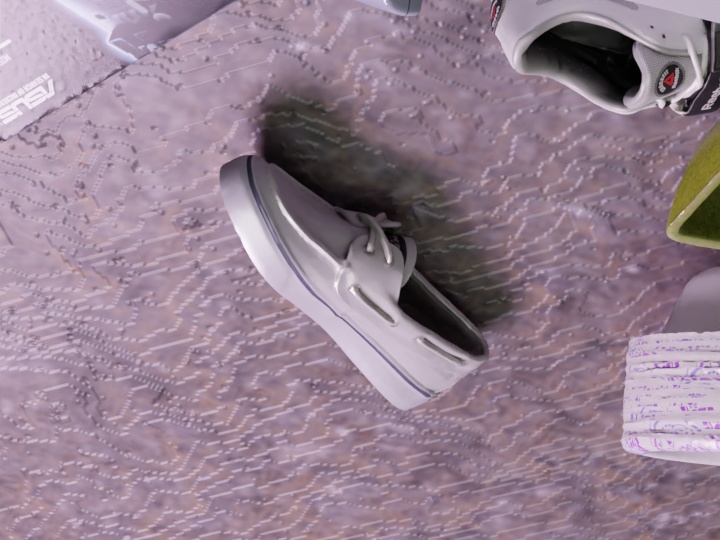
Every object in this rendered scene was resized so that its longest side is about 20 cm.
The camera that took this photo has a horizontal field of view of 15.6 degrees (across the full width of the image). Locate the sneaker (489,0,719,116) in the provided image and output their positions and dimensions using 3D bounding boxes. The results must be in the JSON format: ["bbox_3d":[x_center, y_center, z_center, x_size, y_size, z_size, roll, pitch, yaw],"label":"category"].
[{"bbox_3d":[0.163,-0.107,1.326,0.199,0.089,0.074,6,129,-2],"label":"sneaker"}]

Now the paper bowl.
[{"bbox_3d":[0.241,0.054,1.405,0.200,0.105,0.201,3,175,0],"label":"paper bowl"}]

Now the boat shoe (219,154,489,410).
[{"bbox_3d":[0.000,0.000,1.438,0.066,0.072,0.200,-28,123,20],"label":"boat shoe"}]

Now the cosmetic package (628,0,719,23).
[{"bbox_3d":[0.148,-0.233,1.198,0.199,0.123,0.200,14,129,-6],"label":"cosmetic package"}]

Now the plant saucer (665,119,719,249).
[{"bbox_3d":[0.271,-0.085,1.324,0.199,0.048,0.200,8,135,-38],"label":"plant saucer"}]

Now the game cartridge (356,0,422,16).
[{"bbox_3d":[-0.001,-0.225,1.183,0.040,0.133,0.201,2,104,-32],"label":"game cartridge"}]

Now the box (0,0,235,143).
[{"bbox_3d":[-0.153,-0.182,1.288,0.200,0.086,0.164,-28,123,24],"label":"box"}]
